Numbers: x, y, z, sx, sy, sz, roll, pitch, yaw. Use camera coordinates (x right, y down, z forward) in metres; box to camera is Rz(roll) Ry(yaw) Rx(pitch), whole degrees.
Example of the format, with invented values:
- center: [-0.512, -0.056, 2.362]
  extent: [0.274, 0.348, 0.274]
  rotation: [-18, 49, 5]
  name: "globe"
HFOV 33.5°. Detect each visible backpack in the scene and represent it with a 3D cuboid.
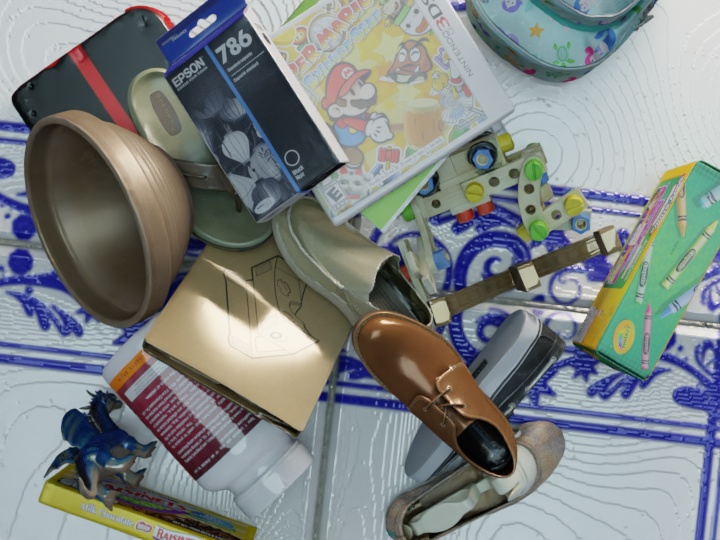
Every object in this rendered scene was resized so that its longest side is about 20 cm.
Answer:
- center: [0.198, -0.284, 1.124]
  extent: [0.177, 0.151, 0.201]
  rotation: [38, 95, -1]
  name: "backpack"

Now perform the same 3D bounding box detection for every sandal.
- center: [-0.155, -0.104, 1.125]
  extent: [0.079, 0.057, 0.202]
  rotation: [-35, 89, -21]
  name: "sandal"

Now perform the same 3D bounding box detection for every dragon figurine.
- center: [-0.252, 0.167, 1.096]
  extent: [0.099, 0.200, 0.059]
  rotation: [25, 104, 7]
  name: "dragon figurine"

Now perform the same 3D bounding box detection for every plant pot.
- center: [-0.219, -0.057, 1.101]
  extent: [0.092, 0.200, 0.202]
  rotation: [-27, 90, -37]
  name: "plant pot"

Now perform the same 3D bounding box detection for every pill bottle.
- center: [-0.141, 0.133, 1.136]
  extent: [0.113, 0.113, 0.200]
  rotation: [-42, 89, 0]
  name: "pill bottle"

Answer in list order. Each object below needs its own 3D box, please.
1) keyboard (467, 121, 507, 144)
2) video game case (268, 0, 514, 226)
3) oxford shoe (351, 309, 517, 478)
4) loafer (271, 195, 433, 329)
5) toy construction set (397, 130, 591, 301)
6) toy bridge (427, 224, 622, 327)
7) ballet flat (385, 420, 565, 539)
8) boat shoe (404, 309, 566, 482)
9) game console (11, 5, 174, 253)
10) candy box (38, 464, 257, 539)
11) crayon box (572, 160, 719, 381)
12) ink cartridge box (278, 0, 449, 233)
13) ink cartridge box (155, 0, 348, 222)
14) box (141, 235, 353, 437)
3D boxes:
- center: [0.080, -0.195, 1.187]
  extent: [0.056, 0.011, 0.201]
  rotation: [-31, 90, 0]
  name: "keyboard"
- center: [0.012, -0.171, 1.102]
  extent: [0.199, 0.023, 0.183]
  rotation: [-32, 87, 1]
  name: "video game case"
- center: [0.073, 0.111, 1.071]
  extent: [0.200, 0.071, 0.071]
  rotation: [42, 97, -13]
  name: "oxford shoe"
- center: [0.000, 0.000, 1.123]
  extent: [0.200, 0.068, 0.076]
  rotation: [46, 45, 0]
  name: "loafer"
- center: [0.116, -0.058, 1.152]
  extent: [0.198, 0.092, 0.132]
  rotation: [-26, 107, 1]
  name: "toy construction set"
- center: [0.159, 0.005, 1.158]
  extent: [0.198, 0.067, 0.027]
  rotation: [-23, 90, -1]
  name: "toy bridge"
- center: [0.116, 0.213, 1.158]
  extent: [0.199, 0.067, 0.068]
  rotation: [-32, 90, 0]
  name: "ballet flat"
- center: [0.122, 0.133, 1.157]
  extent: [0.068, 0.074, 0.200]
  rotation: [34, 96, -16]
  name: "boat shoe"
- center: [-0.222, -0.141, 1.181]
  extent: [0.176, 0.031, 0.201]
  rotation: [-35, 90, 3]
  name: "game console"
- center: [-0.199, 0.234, 1.141]
  extent: [0.198, 0.102, 0.027]
  rotation: [20, 89, 0]
  name: "candy box"
- center: [0.281, -0.001, 1.132]
  extent: [0.058, 0.119, 0.201]
  rotation: [29, 90, 0]
  name: "crayon box"
- center: [-0.009, -0.152, 1.151]
  extent: [0.200, 0.076, 0.148]
  rotation: [41, 90, 1]
  name: "ink cartridge box"
- center: [-0.105, -0.153, 1.079]
  extent: [0.099, 0.039, 0.201]
  rotation: [-35, 86, 15]
  name: "ink cartridge box"
- center: [-0.088, 0.038, 1.121]
  extent: [0.162, 0.021, 0.201]
  rotation: [29, 49, -1]
  name: "box"
